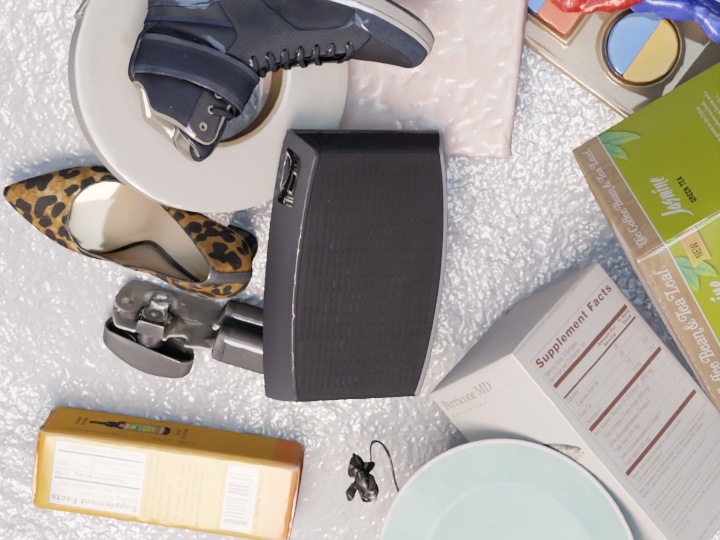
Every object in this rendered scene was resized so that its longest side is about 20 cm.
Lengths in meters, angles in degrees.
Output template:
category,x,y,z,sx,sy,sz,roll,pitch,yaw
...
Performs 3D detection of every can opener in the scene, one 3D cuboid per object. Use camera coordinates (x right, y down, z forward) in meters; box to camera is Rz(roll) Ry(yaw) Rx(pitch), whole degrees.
category,x,y,z,sx,sy,sz,roll,pitch,yaw
can opener,-0.095,0.060,1.545,0.199,0.053,0.067,17,131,-2

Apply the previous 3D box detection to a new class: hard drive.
category,x,y,z,sx,sy,sz,roll,pitch,yaw
hard drive,0.000,0.000,1.467,0.134,0.042,0.201,-1,107,-21

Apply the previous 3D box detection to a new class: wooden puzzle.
category,x,y,z,sx,sy,sz,roll,pitch,yaw
wooden puzzle,0.201,-0.221,1.490,0.200,0.046,0.186,36,97,-4

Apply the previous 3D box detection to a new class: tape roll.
category,x,y,z,sx,sy,sz,roll,pitch,yaw
tape roll,-0.108,-0.141,1.446,0.201,0.037,0.204,-1,94,-16

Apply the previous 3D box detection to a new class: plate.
category,x,y,z,sx,sy,sz,roll,pitch,yaw
plate,0.107,0.218,1.453,0.199,0.026,0.202,1,94,23

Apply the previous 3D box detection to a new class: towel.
category,x,y,z,sx,sy,sz,roll,pitch,yaw
towel,0.024,-0.183,1.490,0.199,0.032,0.192,6,100,12

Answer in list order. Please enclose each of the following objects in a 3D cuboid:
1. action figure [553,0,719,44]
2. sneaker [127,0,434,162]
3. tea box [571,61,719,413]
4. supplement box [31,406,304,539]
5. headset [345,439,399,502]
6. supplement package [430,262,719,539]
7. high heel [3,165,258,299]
category,x,y,z,sx,sy,sz,roll,pitch,yaw
action figure,0.206,-0.196,1.439,0.199,0.066,0.052,9,120,-1
sneaker,-0.059,-0.133,1.394,0.201,0.077,0.147,16,78,-7
tea box,0.286,-0.033,1.431,0.196,0.134,0.200,-31,132,7
supplement box,-0.145,0.154,1.544,0.199,0.067,0.069,10,102,0
headset,0.081,0.186,1.529,0.199,0.094,0.124,26,98,-11
supplement package,0.172,0.116,1.484,0.200,0.117,0.117,50,56,-5
high heel,-0.171,-0.030,1.477,0.199,0.143,0.072,14,100,-1
